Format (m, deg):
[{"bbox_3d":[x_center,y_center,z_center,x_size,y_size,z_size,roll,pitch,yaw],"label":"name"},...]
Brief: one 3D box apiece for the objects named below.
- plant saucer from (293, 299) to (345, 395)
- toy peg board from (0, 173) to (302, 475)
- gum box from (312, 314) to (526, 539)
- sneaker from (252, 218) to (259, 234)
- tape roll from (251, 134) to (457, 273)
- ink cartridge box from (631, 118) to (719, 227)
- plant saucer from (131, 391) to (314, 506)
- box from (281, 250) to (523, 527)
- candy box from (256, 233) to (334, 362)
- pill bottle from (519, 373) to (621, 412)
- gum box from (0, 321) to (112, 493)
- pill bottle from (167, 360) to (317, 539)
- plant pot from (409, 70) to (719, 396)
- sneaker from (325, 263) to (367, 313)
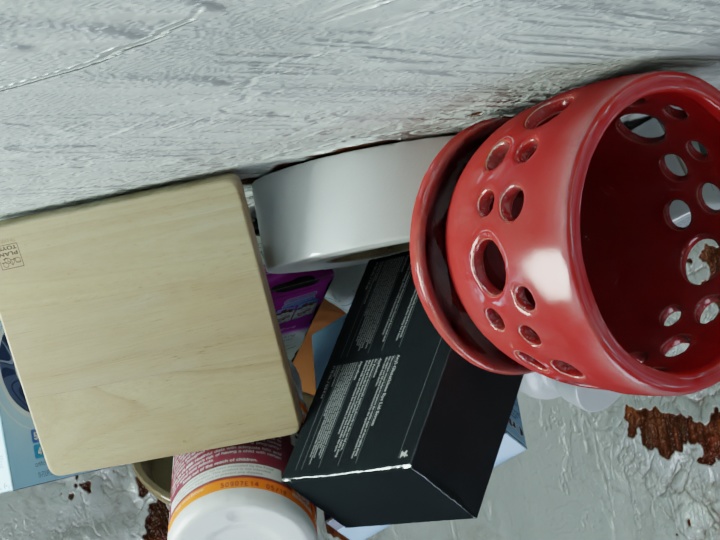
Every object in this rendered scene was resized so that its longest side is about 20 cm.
[{"bbox_3d":[-0.023,0.097,1.562,0.199,0.201,0.038,-12,-154,23],"label":"plant saucer"},{"bbox_3d":[-0.157,0.030,1.194,0.198,0.201,0.098,-11,-161,9],"label":"toy peg board"},{"bbox_3d":[0.042,0.096,1.284,0.169,0.201,0.045,-33,128,23],"label":"gum box"},{"bbox_3d":[-0.125,-0.007,1.410,0.129,0.080,0.199,-13,176,12],"label":"sneaker"},{"bbox_3d":[0.018,-0.049,1.215,0.201,0.071,0.202,-11,177,-1],"label":"tape roll"},{"bbox_3d":[0.239,-0.058,1.356,0.145,0.085,0.200,-30,169,24],"label":"ink cartridge box"},{"bbox_3d":[-0.101,0.162,1.384,0.198,0.030,0.200,0,-153,0],"label":"plant saucer"},{"bbox_3d":[0.044,0.081,1.161,0.079,0.201,0.141,39,147,-27],"label":"box"},{"bbox_3d":[-0.116,0.050,1.358,0.136,0.061,0.200,-15,152,-28],"label":"candy box"},{"bbox_3d":[0.153,0.049,1.440,0.110,0.112,0.200,-7,-153,-41],"label":"pill bottle"},{"bbox_3d":[-0.286,0.084,1.382,0.044,0.202,0.170,-12,177,24],"label":"gum box"},{"bbox_3d":[-0.092,0.155,1.249,0.113,0.115,0.201,-10,-145,4],"label":"pill bottle"},{"bbox_3d":[0.148,-0.022,1.039,0.199,0.202,0.182,-8,-176,-34],"label":"plant pot"},{"bbox_3d":[0.000,0.000,1.407,0.071,0.080,0.200,-50,175,-8],"label":"sneaker"}]
